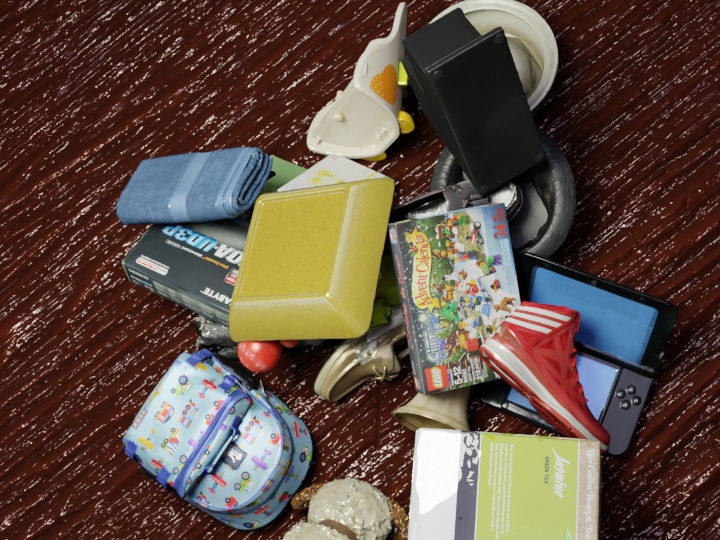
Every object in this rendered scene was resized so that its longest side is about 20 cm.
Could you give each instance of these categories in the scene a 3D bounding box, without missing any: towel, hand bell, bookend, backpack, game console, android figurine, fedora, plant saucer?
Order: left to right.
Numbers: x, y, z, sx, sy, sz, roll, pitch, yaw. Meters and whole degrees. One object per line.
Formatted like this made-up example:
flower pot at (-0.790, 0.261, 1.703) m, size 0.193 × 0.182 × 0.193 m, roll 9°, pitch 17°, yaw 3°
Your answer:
towel at (-0.214, -0.103, 1.179) m, size 0.198 × 0.049 × 0.112 m, roll -1°, pitch 47°, yaw 29°
backpack at (-0.170, 0.221, 1.157) m, size 0.199 × 0.135 × 0.183 m, roll 36°, pitch 84°, yaw 20°
plant saucer at (-0.069, -0.021, 1.076) m, size 0.198 × 0.048 × 0.202 m, roll -4°, pitch 63°, yaw 32°
android figurine at (0.000, 0.000, 1.195) m, size 0.198 × 0.041 × 0.183 m, roll -15°, pitch 45°, yaw 17°
bookend at (0.113, -0.230, 1.079) m, size 0.092 × 0.199 × 0.201 m, roll -29°, pitch 46°, yaw 3°
hand bell at (0.121, 0.106, 1.149) m, size 0.103 × 0.104 × 0.201 m, roll 14°, pitch 68°, yaw 18°
fedora at (0.186, -0.090, 1.178) m, size 0.199 × 0.092 × 0.203 m, roll -4°, pitch 78°, yaw 19°
game console at (0.249, 0.101, 1.095) m, size 0.199 × 0.116 × 0.177 m, roll 21°, pitch 79°, yaw 20°

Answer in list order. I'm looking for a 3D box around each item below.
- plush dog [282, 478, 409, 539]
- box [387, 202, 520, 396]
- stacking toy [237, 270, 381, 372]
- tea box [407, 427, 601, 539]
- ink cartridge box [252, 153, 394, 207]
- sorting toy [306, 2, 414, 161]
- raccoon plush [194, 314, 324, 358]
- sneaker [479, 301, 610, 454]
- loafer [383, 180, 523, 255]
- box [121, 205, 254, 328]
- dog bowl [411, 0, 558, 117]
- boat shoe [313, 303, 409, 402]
plush dog at (-0.030, 0.327, 1.094) m, size 0.198 × 0.161 × 0.173 m, roll 15°, pitch 54°, yaw 18°
box at (0.116, 0.032, 1.070) m, size 0.135 × 0.038 × 0.202 m, roll -12°, pitch 95°, yaw -13°
stacking toy at (-0.069, 0.045, 1.115) m, size 0.200 × 0.085 × 0.085 m, roll -45°, pitch 68°, yaw -3°
tea box at (0.167, 0.258, 1.022) m, size 0.195 × 0.200 × 0.135 m, roll 3°, pitch 74°, yaw 14°
ink cartridge box at (-0.074, -0.115, 1.238) m, size 0.199 × 0.048 × 0.145 m, roll 26°, pitch 37°, yaw 19°
sorting toy at (0.021, -0.263, 1.247) m, size 0.106 × 0.200 × 0.182 m, roll 19°, pitch 69°, yaw -16°
raccoon plush at (-0.139, 0.043, 1.235) m, size 0.198 × 0.097 × 0.135 m, roll 1°, pitch 65°, yaw 5°
sneaker at (0.239, 0.113, 1.050) m, size 0.200 × 0.078 × 0.116 m, roll 42°, pitch 82°, yaw -19°
loafer at (0.099, -0.066, 1.119) m, size 0.198 × 0.063 × 0.073 m, roll -17°, pitch 74°, yaw 16°
box at (-0.183, -0.019, 1.201) m, size 0.199 × 0.046 × 0.159 m, roll 23°, pitch 60°, yaw 18°
dog bowl at (0.170, -0.266, 1.252) m, size 0.198 × 0.074 × 0.202 m, roll -4°, pitch 72°, yaw 12°
boat shoe at (0.029, 0.103, 1.173) m, size 0.200 × 0.074 × 0.066 m, roll -42°, pitch 63°, yaw -1°
